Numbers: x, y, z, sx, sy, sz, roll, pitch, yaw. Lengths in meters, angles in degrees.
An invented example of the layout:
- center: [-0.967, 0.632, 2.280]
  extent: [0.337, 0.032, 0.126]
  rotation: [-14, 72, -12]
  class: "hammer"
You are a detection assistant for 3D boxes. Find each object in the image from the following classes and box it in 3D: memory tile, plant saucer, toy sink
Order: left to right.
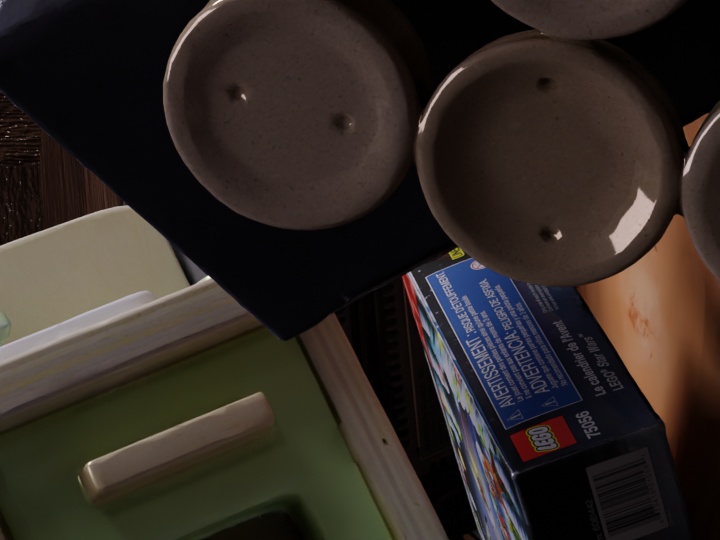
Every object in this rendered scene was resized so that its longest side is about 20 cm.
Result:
- center: [-0.064, 0.070, 0.783]
  extent: [0.200, 0.130, 0.112]
  rotation: [64, 155, 11]
  class: "toy sink"
- center: [0.091, 0.004, 0.758]
  extent: [0.200, 0.032, 0.201]
  rotation: [180, 90, -79]
  class: "plant saucer"
- center: [0.064, -0.062, 0.482]
  extent: [0.017, 0.200, 0.153]
  rotation: [-60, -22, -60]
  class: "memory tile"

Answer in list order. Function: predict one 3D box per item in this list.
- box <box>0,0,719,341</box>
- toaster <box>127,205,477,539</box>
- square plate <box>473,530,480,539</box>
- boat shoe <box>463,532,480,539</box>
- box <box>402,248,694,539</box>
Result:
- center: [0.021, -0.126, 0.603]
  extent: [0.123, 0.198, 0.200]
  rotation: [42, -152, -41]
  class: "box"
- center: [0.000, 0.000, 0.884]
  extent: [0.129, 0.114, 0.200]
  rotation: [24, 129, 50]
  class: "toaster"
- center: [-0.007, 0.015, 1.026]
  extent: [0.198, 0.028, 0.200]
  rotation: [56, 145, 27]
  class: "square plate"
- center: [0.021, 0.118, 0.952]
  extent: [0.200, 0.070, 0.070]
  rotation: [55, 175, 31]
  class: "boat shoe"
- center: [0.063, 0.097, 0.707]
  extent: [0.137, 0.040, 0.200]
  rotation: [-115, 7, -65]
  class: "box"
